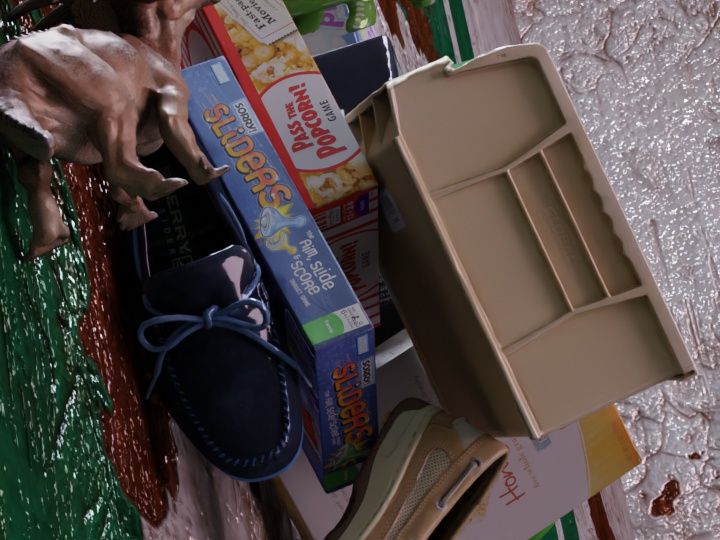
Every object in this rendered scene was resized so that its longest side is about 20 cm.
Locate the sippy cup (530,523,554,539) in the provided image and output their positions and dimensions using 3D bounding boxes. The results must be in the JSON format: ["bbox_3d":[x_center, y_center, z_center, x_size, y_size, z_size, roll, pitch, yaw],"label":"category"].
[{"bbox_3d":[0.068,0.126,1.855,0.178,0.140,0.130,51,6,36],"label":"sippy cup"}]

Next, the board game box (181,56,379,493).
[{"bbox_3d":[-0.046,0.002,1.381,0.136,0.034,0.200,87,-21,-54],"label":"board game box"}]

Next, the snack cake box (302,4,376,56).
[{"bbox_3d":[-0.024,-0.159,1.925,0.115,0.067,0.201,-17,92,-80],"label":"snack cake box"}]

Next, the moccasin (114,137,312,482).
[{"bbox_3d":[-0.087,0.011,1.299,0.068,0.080,0.200,87,-22,-69],"label":"moccasin"}]

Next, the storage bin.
[{"bbox_3d":[0.072,-0.012,1.387,0.199,0.093,0.200,66,-9,0],"label":"storage bin"}]

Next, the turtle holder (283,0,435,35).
[{"bbox_3d":[-0.018,-0.233,1.776,0.185,0.141,0.132,-22,100,-36],"label":"turtle holder"}]

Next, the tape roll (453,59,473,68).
[{"bbox_3d":[0.077,-0.030,1.627,0.200,0.048,0.201,-16,90,-80],"label":"tape roll"}]

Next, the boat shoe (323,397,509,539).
[{"bbox_3d":[0.015,0.165,1.335,0.201,0.076,0.072,-64,161,-10],"label":"boat shoe"}]

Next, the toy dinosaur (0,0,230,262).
[{"bbox_3d":[-0.130,-0.087,1.190,0.136,0.086,0.200,64,26,1],"label":"toy dinosaur"}]

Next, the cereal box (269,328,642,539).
[{"bbox_3d":[0.050,0.104,1.510,0.144,0.200,0.040,61,-15,-18],"label":"cereal box"}]

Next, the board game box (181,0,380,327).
[{"bbox_3d":[-0.048,-0.078,1.458,0.152,0.046,0.200,89,-22,-58],"label":"board game box"}]

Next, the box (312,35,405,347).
[{"bbox_3d":[0.000,0.000,1.638,0.200,0.123,0.199,-95,165,-46],"label":"box"}]
